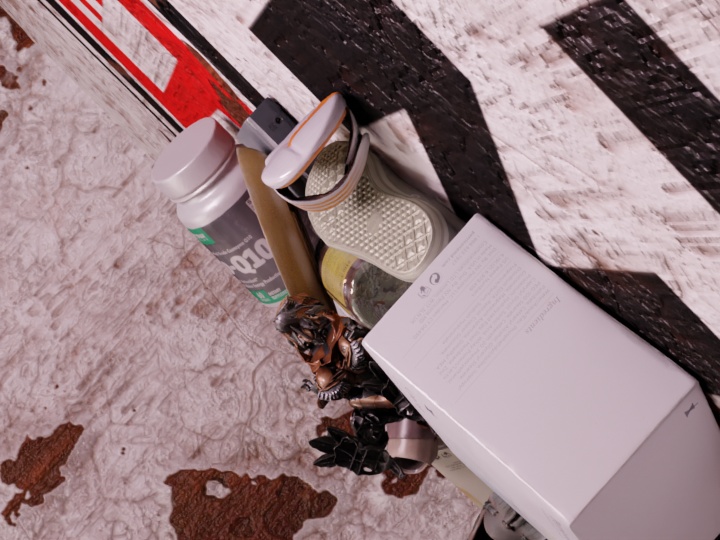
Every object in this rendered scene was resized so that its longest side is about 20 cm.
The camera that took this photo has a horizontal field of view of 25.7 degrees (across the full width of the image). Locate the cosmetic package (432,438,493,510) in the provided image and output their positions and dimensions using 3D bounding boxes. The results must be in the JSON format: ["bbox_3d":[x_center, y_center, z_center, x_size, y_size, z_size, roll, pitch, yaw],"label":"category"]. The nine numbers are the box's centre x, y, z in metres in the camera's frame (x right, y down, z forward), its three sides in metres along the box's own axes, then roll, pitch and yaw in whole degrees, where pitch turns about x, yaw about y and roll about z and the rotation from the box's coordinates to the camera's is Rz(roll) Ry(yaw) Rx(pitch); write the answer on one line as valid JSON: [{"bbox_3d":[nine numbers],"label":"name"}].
[{"bbox_3d":[0.141,0.171,1.470,0.200,0.071,0.106,46,-142,-36],"label":"cosmetic package"}]

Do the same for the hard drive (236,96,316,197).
[{"bbox_3d":[-0.025,-0.066,1.397,0.200,0.033,0.140,44,174,-5],"label":"hard drive"}]

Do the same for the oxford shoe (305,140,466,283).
[{"bbox_3d":[0.018,-0.038,1.144,0.057,0.076,0.200,18,-168,-35],"label":"oxford shoe"}]

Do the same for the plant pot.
[{"bbox_3d":[-0.056,-0.016,1.344,0.200,0.027,0.202,-23,-89,-90],"label":"plant pot"}]

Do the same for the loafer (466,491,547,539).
[{"bbox_3d":[0.132,0.223,1.363,0.072,0.063,0.200,46,157,13],"label":"loafer"}]

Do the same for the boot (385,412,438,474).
[{"bbox_3d":[0.050,0.087,1.322,0.069,0.148,0.200,6,161,11],"label":"boot"}]

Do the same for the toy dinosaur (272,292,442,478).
[{"bbox_3d":[0.021,0.087,1.219,0.198,0.103,0.136,14,-160,1],"label":"toy dinosaur"}]

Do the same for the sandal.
[{"bbox_3d":[-0.025,-0.080,1.123,0.059,0.079,0.207,43,-177,-7],"label":"sandal"}]

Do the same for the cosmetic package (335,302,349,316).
[{"bbox_3d":[0.023,0.041,1.581,0.113,0.081,0.200,46,175,-6],"label":"cosmetic package"}]

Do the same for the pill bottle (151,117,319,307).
[{"bbox_3d":[-0.127,-0.063,1.712,0.200,0.113,0.113,46,174,-26],"label":"pill bottle"}]

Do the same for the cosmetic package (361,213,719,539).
[{"bbox_3d":[0.134,0.101,1.051,0.200,0.123,0.200,38,172,35],"label":"cosmetic package"}]

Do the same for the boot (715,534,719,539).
[{"bbox_3d":[0.266,0.217,1.167,0.168,0.077,0.200,39,179,11],"label":"boot"}]

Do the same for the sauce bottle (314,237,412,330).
[{"bbox_3d":[0.000,0.000,1.251,0.065,0.065,0.200,45,179,-17],"label":"sauce bottle"}]
